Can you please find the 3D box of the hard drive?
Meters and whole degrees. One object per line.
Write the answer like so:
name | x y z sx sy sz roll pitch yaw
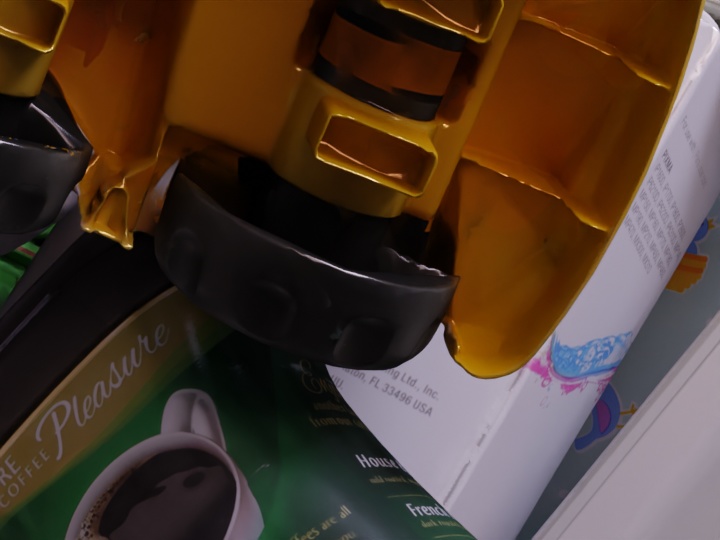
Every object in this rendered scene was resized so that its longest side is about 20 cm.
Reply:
hard drive | 0.094 0.067 0.698 0.026 0.200 0.132 45 17 24

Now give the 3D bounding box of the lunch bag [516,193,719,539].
lunch bag | 0.086 -0.025 0.832 0.122 0.170 0.200 14 44 -47

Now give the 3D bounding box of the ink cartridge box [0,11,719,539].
ink cartridge box | 0.000 0.000 0.710 0.147 0.086 0.200 28 77 23

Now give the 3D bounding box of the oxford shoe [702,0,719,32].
oxford shoe | 0.078 -0.100 0.734 0.200 0.075 0.058 27 76 33

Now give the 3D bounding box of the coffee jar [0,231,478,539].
coffee jar | -0.021 0.079 0.594 0.200 0.104 0.085 48 9 22

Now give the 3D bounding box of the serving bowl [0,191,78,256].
serving bowl | -0.167 -0.069 0.664 0.200 0.066 0.200 46 7 -7

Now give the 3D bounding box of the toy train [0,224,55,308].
toy train | -0.128 -0.009 0.766 0.200 0.042 0.057 26 53 -16

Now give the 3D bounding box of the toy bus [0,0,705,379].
toy bus | -0.037 -0.083 0.604 0.199 0.136 0.192 20 16 -13
